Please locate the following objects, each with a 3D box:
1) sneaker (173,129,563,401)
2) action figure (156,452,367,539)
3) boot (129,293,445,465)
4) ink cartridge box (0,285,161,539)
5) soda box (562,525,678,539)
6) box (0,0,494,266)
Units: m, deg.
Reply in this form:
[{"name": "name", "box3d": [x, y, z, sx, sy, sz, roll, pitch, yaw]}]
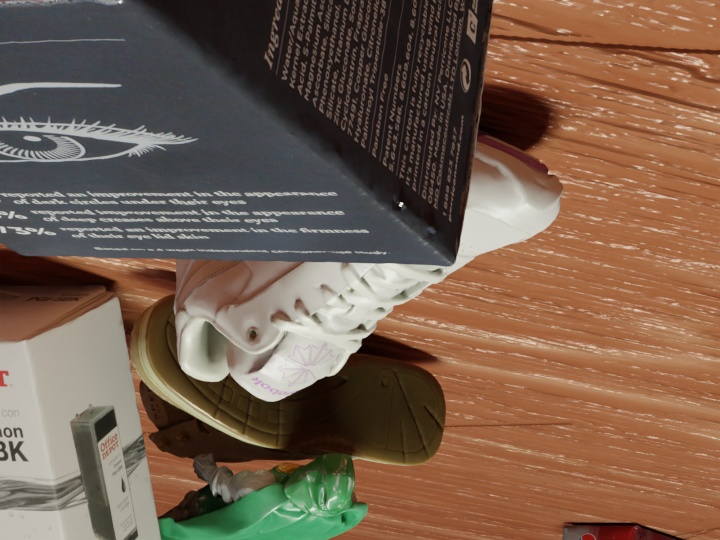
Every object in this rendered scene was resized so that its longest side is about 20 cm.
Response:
[{"name": "sneaker", "box3d": [0.000, 0.000, 0.855, 0.075, 0.100, 0.200, 21, 159, -36]}, {"name": "action figure", "box3d": [-0.057, 0.125, 1.189, 0.118, 0.055, 0.200, 12, 162, -29]}, {"name": "boot", "box3d": [-0.074, 0.063, 1.203, 0.200, 0.072, 0.155, 20, 164, -41]}, {"name": "ink cartridge box", "box3d": [-0.188, 0.115, 1.171, 0.147, 0.200, 0.083, -1, -164, 30]}, {"name": "soda box", "box3d": [0.240, 0.247, 1.766, 0.070, 0.064, 0.200, -5, 161, 42]}, {"name": "box", "box3d": [-0.068, -0.077, 0.576, 0.148, 0.105, 0.200, 2, 164, 23]}]
